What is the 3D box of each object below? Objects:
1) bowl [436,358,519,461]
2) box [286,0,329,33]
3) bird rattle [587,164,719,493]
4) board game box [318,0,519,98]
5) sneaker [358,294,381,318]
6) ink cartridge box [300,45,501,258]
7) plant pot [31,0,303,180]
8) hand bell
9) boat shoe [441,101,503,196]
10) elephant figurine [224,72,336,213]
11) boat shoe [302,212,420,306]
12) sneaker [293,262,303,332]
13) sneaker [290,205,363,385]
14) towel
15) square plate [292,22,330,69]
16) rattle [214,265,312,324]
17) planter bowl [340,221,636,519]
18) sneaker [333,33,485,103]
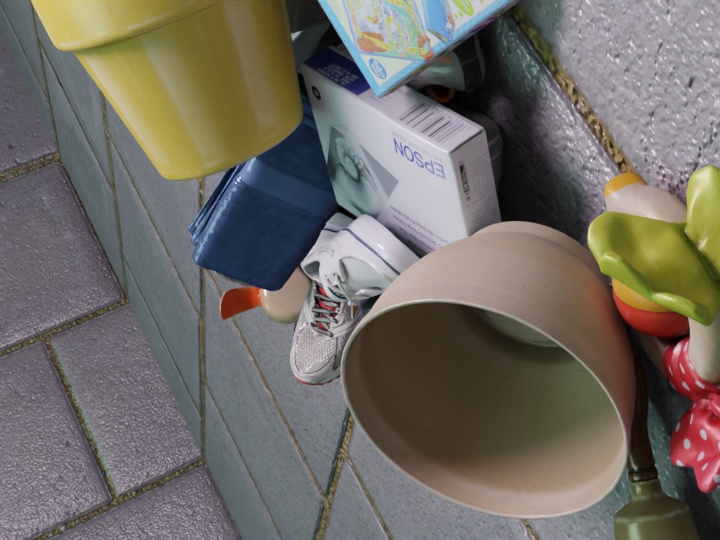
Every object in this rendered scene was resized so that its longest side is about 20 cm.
[{"bbox_3d":[0.099,0.088,0.979,0.200,0.199,0.095,32,102,61],"label":"bowl"},{"bbox_3d":[-0.029,-0.296,0.969,0.078,0.094,0.201,59,158,23],"label":"box"},{"bbox_3d":[0.204,0.023,0.731,0.202,0.112,0.164,64,178,-34],"label":"bird rattle"},{"bbox_3d":[0.014,-0.242,0.829,0.134,0.034,0.202,-31,92,32],"label":"board game box"},{"bbox_3d":[0.053,0.042,1.077,0.083,0.069,0.200,68,-165,0],"label":"sneaker"},{"bbox_3d":[0.040,-0.058,0.952,0.199,0.040,0.202,37,153,45],"label":"ink cartridge box"},{"bbox_3d":[-0.135,-0.183,0.935,0.200,0.199,0.191,29,144,62],"label":"plant pot"},{"bbox_3d":[0.202,0.139,0.865,0.104,0.103,0.203,153,107,-72],"label":"hand bell"},{"bbox_3d":[0.049,-0.107,0.998,0.201,0.069,0.072,39,144,51],"label":"boat shoe"},{"bbox_3d":[-0.078,-0.128,1.216,0.201,0.152,0.143,-103,16,-56],"label":"elephant figurine"},{"bbox_3d":[0.000,0.000,0.991,0.073,0.067,0.200,41,175,-12],"label":"boat shoe"},{"bbox_3d":[-0.064,0.008,1.450,0.115,0.074,0.202,53,152,38],"label":"sneaker"},{"bbox_3d":[-0.025,0.011,1.150,0.077,0.203,0.082,18,178,29],"label":"sneaker"},{"bbox_3d":[-0.069,-0.077,1.099,0.201,0.111,0.049,-54,30,23],"label":"towel"},{"bbox_3d":[-0.114,-0.186,1.213,0.028,0.199,0.200,42,169,-19],"label":"square plate"},{"bbox_3d":[-0.070,0.016,1.267,0.132,0.198,0.143,68,161,-7],"label":"rattle"},{"bbox_3d":[0.102,0.054,0.825,0.197,0.135,0.202,16,135,17],"label":"planter bowl"},{"bbox_3d":[0.036,-0.169,0.965,0.080,0.073,0.200,66,162,-13],"label":"sneaker"}]
